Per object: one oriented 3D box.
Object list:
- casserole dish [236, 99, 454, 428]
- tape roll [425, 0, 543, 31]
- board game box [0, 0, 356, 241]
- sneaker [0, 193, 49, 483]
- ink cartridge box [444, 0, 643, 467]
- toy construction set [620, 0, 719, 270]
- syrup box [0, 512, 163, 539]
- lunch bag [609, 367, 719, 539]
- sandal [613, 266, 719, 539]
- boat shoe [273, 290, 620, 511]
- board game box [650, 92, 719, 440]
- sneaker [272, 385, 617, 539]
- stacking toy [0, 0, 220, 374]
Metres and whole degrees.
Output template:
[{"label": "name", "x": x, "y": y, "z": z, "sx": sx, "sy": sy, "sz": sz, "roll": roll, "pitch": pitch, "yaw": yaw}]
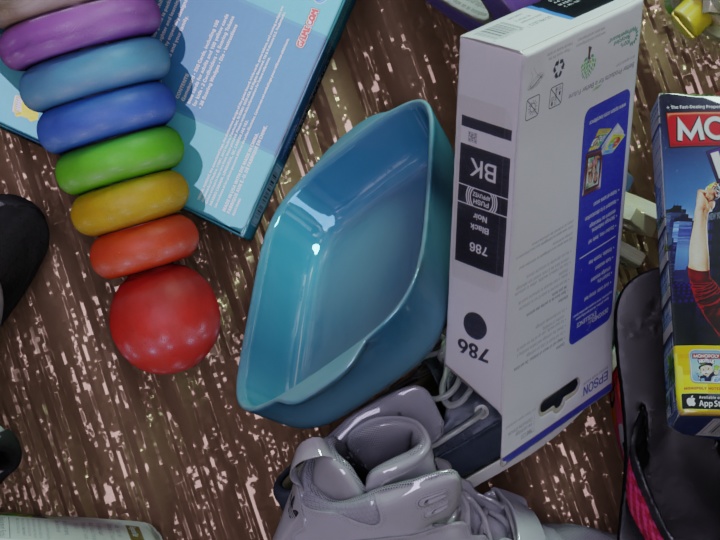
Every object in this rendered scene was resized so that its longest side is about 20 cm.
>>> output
[{"label": "casserole dish", "x": 0.000, "y": 0.000, "z": 1.040, "sx": 0.121, "sy": 0.201, "sz": 0.039, "roll": -36, "pitch": 117, "yaw": 28}, {"label": "tape roll", "x": 0.036, "y": -0.192, "z": 1.029, "sx": 0.200, "sy": 0.200, "sz": 0.085, "roll": 40, "pitch": 90, "yaw": 4}, {"label": "board game box", "x": -0.117, "y": -0.125, "z": 1.108, "sx": 0.199, "sy": 0.047, "sz": 0.152, "roll": 24, "pitch": 89, "yaw": 4}, {"label": "sneaker", "x": -0.189, "y": 0.053, "z": 1.047, "sx": 0.115, "sy": 0.075, "sz": 0.200, "roll": 20, "pitch": 58, "yaw": 33}, {"label": "ink cartridge box", "x": 0.081, "y": -0.021, "z": 0.982, "sx": 0.039, "sy": 0.099, "sz": 0.202, "roll": 18, "pitch": 120, "yaw": 33}, {"label": "toy construction set", "x": 0.175, "y": -0.076, "z": 1.071, "sx": 0.131, "sy": 0.092, "sz": 0.201, "roll": 30, "pitch": 96, "yaw": -21}, {"label": "syrup box", "x": -0.198, "y": 0.161, "z": 1.058, "sx": 0.198, "sy": 0.081, "sz": 0.080, "roll": 5, "pitch": 92, "yaw": -11}, {"label": "lunch bag", "x": 0.233, "y": 0.092, "z": 1.063, "sx": 0.198, "sy": 0.082, "sz": 0.178, "roll": -18, "pitch": 87, "yaw": 1}, {"label": "sandal", "x": 0.153, "y": 0.099, "z": 1.006, "sx": 0.074, "sy": 0.045, "sz": 0.202, "roll": -9, "pitch": 93, "yaw": -2}, {"label": "boat shoe", "x": 0.045, "y": 0.065, "z": 1.075, "sx": 0.199, "sy": 0.075, "sz": 0.062, "roll": -37, "pitch": 117, "yaw": 7}, {"label": "board game box", "x": 0.227, "y": -0.020, "z": 0.998, "sx": 0.198, "sy": 0.062, "sz": 0.202, "roll": 3, "pitch": 70, "yaw": -8}, {"label": "sneaker", "x": 0.051, "y": 0.120, "z": 1.016, "sx": 0.198, "sy": 0.075, "sz": 0.116, "roll": 0, "pitch": 126, "yaw": -14}, {"label": "stacking toy", "x": -0.117, "y": -0.047, "z": 1.048, "sx": 0.085, "sy": 0.085, "sz": 0.202, "roll": -14, "pitch": 93, "yaw": 2}]
